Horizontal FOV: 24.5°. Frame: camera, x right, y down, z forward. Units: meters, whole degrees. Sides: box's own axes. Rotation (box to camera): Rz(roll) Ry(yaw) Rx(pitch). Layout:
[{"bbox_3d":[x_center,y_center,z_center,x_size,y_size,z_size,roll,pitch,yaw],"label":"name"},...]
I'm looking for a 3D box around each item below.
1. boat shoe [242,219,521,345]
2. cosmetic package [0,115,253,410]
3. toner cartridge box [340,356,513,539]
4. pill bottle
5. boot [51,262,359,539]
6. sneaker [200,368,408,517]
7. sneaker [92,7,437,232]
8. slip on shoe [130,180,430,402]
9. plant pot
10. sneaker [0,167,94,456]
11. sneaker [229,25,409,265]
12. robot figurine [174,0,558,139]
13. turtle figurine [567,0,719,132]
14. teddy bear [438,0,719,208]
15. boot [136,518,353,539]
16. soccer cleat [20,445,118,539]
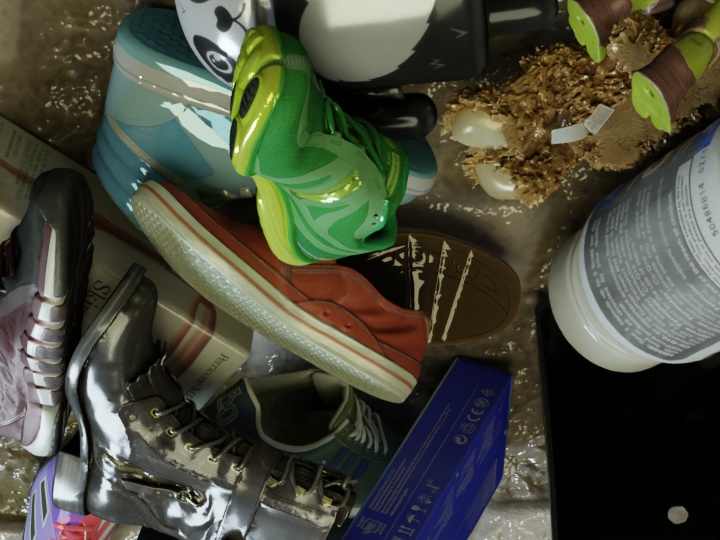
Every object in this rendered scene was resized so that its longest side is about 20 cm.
[{"bbox_3d":[0.000,0.000,1.027,0.199,0.065,0.072,5,107,-12],"label":"boat shoe"},{"bbox_3d":[-0.172,0.008,1.022,0.200,0.087,0.103,31,121,-20],"label":"cosmetic package"},{"bbox_3d":[0.040,0.153,1.054,0.043,0.200,0.095,17,129,18],"label":"toner cartridge box"},{"bbox_3d":[0.194,-0.013,0.937,0.114,0.114,0.200,24,154,-15],"label":"pill bottle"},{"bbox_3d":[-0.083,0.099,0.964,0.174,0.069,0.200,20,127,6],"label":"boot"},{"bbox_3d":[-0.020,0.106,1.065,0.200,0.067,0.090,7,133,-39],"label":"sneaker"},{"bbox_3d":[-0.064,-0.061,0.976,0.200,0.080,0.131,24,122,-4],"label":"sneaker"},{"bbox_3d":[-0.044,0.003,0.955,0.200,0.061,0.074,32,164,-16],"label":"slip on shoe"},{"bbox_3d":[0.214,0.146,1.057,0.199,0.200,0.178,-2,138,3],"label":"plant pot"},{"bbox_3d":[-0.216,0.022,0.936,0.115,0.076,0.200,12,127,-2],"label":"sneaker"},{"bbox_3d":[-0.018,-0.064,0.841,0.083,0.074,0.200,-1,159,8],"label":"sneaker"},{"bbox_3d":[0.001,-0.156,0.870,0.199,0.151,0.125,-4,164,4],"label":"robot figurine"},{"bbox_3d":[0.197,-0.144,0.839,0.161,0.064,0.200,-38,89,-8],"label":"turtle figurine"},{"bbox_3d":[0.140,-0.103,0.935,0.200,0.067,0.145,-33,135,21],"label":"teddy bear"},{"bbox_3d":[-0.060,0.194,1.107,0.200,0.168,0.077,23,124,-15],"label":"boot"},{"bbox_3d":[-0.216,0.209,1.182,0.068,0.073,0.200,18,126,-11],"label":"soccer cleat"}]
